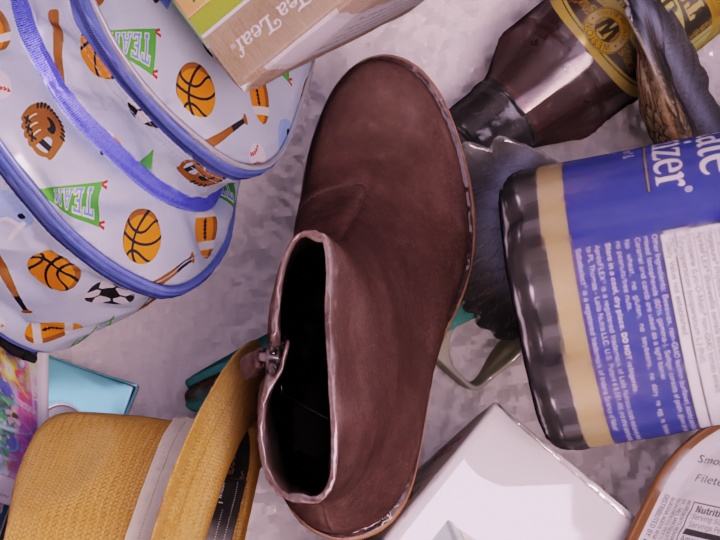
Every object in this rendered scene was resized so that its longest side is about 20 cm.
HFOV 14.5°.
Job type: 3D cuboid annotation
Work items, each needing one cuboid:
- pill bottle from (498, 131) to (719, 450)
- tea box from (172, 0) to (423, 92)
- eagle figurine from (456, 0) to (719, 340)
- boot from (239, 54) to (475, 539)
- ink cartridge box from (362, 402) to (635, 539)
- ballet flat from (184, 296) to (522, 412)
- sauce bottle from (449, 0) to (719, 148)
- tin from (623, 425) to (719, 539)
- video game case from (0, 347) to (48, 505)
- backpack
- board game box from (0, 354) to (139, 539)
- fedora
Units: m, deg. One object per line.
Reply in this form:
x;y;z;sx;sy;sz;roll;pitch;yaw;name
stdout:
0.160;-0.001;1.078;0.200;0.112;0.112;-11;80;8;pill bottle
-0.023;-0.197;1.089;0.134;0.200;0.197;-38;88;23;tea box
0.144;-0.015;1.197;0.200;0.152;0.151;36;114;12;eagle figurine
0.000;0.000;1.068;0.072;0.166;0.200;2;80;7;boot
0.010;0.163;1.149;0.084;0.146;0.200;41;72;1;ink cartridge box
0.022;0.029;1.223;0.200;0.067;0.070;-30;96;-16;ballet flat
0.108;-0.102;1.270;0.200;0.066;0.066;-41;90;-18;sauce bottle
0.141;0.137;1.065;0.112;0.042;0.200;12;62;34;tin
-0.199;-0.022;1.120;0.182;0.024;0.200;27;45;-38;video game case
-0.114;-0.070;1.118;0.200;0.154;0.191;40;46;-27;backpack
-0.211;0.087;1.164;0.200;0.047;0.151;20;74;-9;board game box
-0.093;0.109;1.087;0.082;0.201;0.201;14;75;4;fedora
